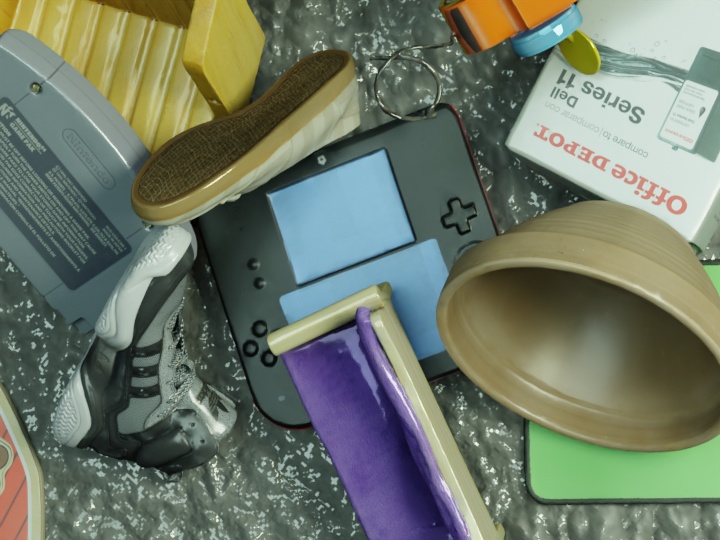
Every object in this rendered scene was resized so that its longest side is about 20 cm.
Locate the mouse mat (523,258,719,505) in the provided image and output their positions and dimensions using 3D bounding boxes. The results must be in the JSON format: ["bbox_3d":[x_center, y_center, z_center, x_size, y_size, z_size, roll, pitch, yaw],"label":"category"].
[{"bbox_3d":[0.205,0.074,1.395,0.198,0.008,0.163,-2,84,13],"label":"mouse mat"}]

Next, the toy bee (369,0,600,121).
[{"bbox_3d":[0.090,-0.179,1.317,0.198,0.109,0.132,-12,104,-6],"label":"toy bee"}]

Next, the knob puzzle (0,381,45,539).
[{"bbox_3d":[-0.312,0.165,1.500,0.217,0.030,0.222,-1,84,14],"label":"knob puzzle"}]

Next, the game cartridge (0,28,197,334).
[{"bbox_3d":[-0.207,-0.062,1.434,0.133,0.042,0.200,-32,104,28],"label":"game cartridge"}]

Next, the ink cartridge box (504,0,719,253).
[{"bbox_3d":[0.203,-0.131,1.373,0.146,0.083,0.201,28,93,14],"label":"ink cartridge box"}]

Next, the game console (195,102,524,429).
[{"bbox_3d":[0.000,0.000,1.433,0.198,0.031,0.178,-20,86,10],"label":"game console"}]

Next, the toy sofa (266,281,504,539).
[{"bbox_3d":[0.017,0.115,1.368,0.082,0.098,0.201,-24,95,10],"label":"toy sofa"}]

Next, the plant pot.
[{"bbox_3d":[0.155,0.022,1.330,0.199,0.201,0.093,17,59,14],"label":"plant pot"}]

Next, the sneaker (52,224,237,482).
[{"bbox_3d":[-0.127,0.061,1.416,0.113,0.076,0.201,27,126,-4],"label":"sneaker"}]

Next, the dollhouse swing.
[{"bbox_3d":[-0.194,-0.125,1.436,0.198,0.182,0.177,18,79,14],"label":"dollhouse swing"}]

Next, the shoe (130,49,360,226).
[{"bbox_3d":[-0.070,-0.078,1.400,0.070,0.054,0.200,21,47,41],"label":"shoe"}]
